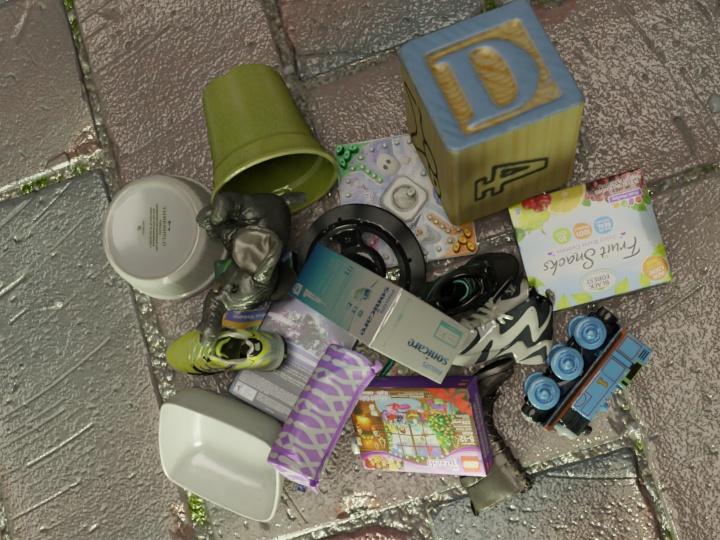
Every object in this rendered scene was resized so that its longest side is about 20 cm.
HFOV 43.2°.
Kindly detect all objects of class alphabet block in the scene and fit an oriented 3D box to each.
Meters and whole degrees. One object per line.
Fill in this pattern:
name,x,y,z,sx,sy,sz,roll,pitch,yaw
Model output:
alphabet block,0.178,-0.214,1.266,0.195,0.200,0.197,-20,64,-3

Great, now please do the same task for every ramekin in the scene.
ramekin,-0.310,-0.057,1.422,0.200,0.094,0.205,-1,84,10

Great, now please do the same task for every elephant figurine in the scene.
elephant figurine,-0.153,-0.005,1.297,0.155,0.141,0.202,-38,55,35

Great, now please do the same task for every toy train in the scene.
toy train,0.318,0.150,1.298,0.114,0.087,0.201,37,93,3

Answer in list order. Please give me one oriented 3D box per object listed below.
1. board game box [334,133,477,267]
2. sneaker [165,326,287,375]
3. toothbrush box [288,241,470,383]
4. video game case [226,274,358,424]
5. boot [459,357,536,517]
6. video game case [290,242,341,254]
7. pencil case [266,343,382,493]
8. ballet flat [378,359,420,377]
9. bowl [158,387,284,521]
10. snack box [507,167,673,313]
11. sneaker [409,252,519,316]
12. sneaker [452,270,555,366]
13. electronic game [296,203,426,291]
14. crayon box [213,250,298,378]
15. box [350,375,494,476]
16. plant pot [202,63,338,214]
board game box,0.067,-0.111,1.388,0.198,0.026,0.202,-8,81,5
sneaker,-0.206,0.110,1.317,0.198,0.076,0.076,-8,74,26
toothbrush box,0.022,0.054,1.197,0.200,0.146,0.086,30,90,52
video game case,-0.090,0.122,1.335,0.142,0.019,0.201,27,87,10
boot,0.192,0.241,1.311,0.200,0.069,0.175,-45,79,27
video game case,-0.087,0.041,1.412,0.199,0.018,0.144,-34,79,5
pencil case,-0.052,0.200,1.247,0.085,0.084,0.201,14,68,34
ballet flat,0.085,0.114,1.349,0.064,0.076,0.201,31,92,4
bowl,-0.195,0.263,1.345,0.198,0.075,0.201,21,131,13
snack box,0.330,-0.037,1.322,0.198,0.068,0.170,-15,82,10
sneaker,0.160,0.026,1.306,0.199,0.079,0.076,-25,91,-27
sneaker,0.182,0.059,1.246,0.197,0.080,0.131,6,113,-13
electronic game,0.000,0.000,1.347,0.198,0.042,0.202,4,107,14
crayon box,-0.149,0.079,1.384,0.124,0.052,0.202,-8,84,9
box,0.082,0.219,1.294,0.198,0.039,0.138,-4,109,31
plant pot,-0.153,-0.200,1.375,0.199,0.200,0.186,-23,69,7
